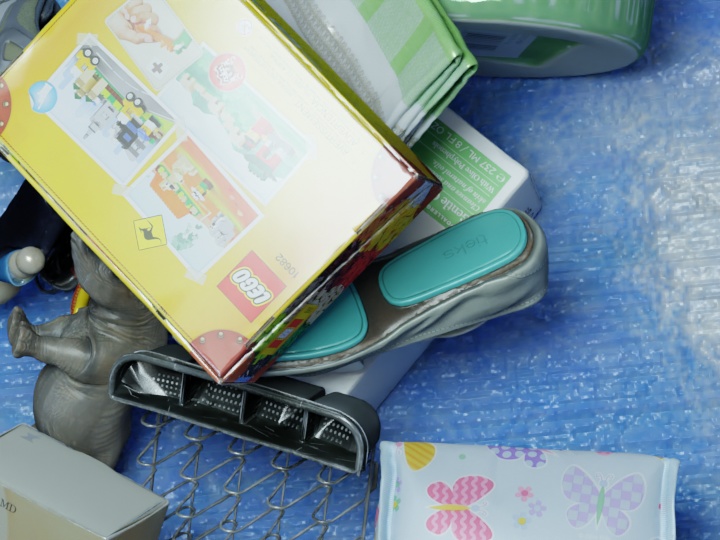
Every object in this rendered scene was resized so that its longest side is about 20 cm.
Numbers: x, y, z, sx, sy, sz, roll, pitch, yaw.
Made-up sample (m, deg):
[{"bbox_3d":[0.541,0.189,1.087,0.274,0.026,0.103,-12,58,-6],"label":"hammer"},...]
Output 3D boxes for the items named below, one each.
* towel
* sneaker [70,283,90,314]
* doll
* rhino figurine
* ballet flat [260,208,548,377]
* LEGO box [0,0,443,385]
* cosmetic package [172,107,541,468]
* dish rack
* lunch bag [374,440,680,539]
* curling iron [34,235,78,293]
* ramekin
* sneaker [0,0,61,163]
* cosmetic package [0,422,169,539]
[{"bbox_3d":[-0.035,-0.098,1.573,0.200,0.031,0.149,-49,60,30],"label":"towel"},{"bbox_3d":[-0.086,-0.026,1.669,0.073,0.077,0.200,42,92,-10],"label":"sneaker"},{"bbox_3d":[-0.169,-0.050,1.640,0.048,0.137,0.200,32,124,-10],"label":"doll"},{"bbox_3d":[-0.154,0.047,1.616,0.087,0.060,0.201,15,118,-17],"label":"rhino figurine"},{"bbox_3d":[0.009,0.025,1.564,0.199,0.064,0.068,-19,53,0],"label":"ballet flat"},{"bbox_3d":[-0.081,-0.063,1.498,0.149,0.077,0.200,-45,81,7],"label":"LEGO box"},{"bbox_3d":[0.000,0.000,1.647,0.107,0.085,0.200,37,85,15],"label":"cosmetic package"},{"bbox_3d":[-0.066,0.144,1.592,0.153,0.055,0.201,16,114,21],"label":"dish rack"},{"bbox_3d":[0.085,0.204,1.549,0.169,0.127,0.201,1,66,4],"label":"lunch bag"},{"bbox_3d":[-0.117,-0.056,1.716,0.200,0.026,0.050,-36,74,0],"label":"curling iron"},{"bbox_3d":[0.075,-0.171,1.622,0.199,0.200,0.098,3,84,12],"label":"ramekin"},{"bbox_3d":[-0.212,-0.133,1.705,0.081,0.074,0.200,-33,39,-7],"label":"sneaker"},{"bbox_3d":[-0.188,0.199,1.593,0.105,0.071,0.201,25,113,18],"label":"cosmetic package"}]
